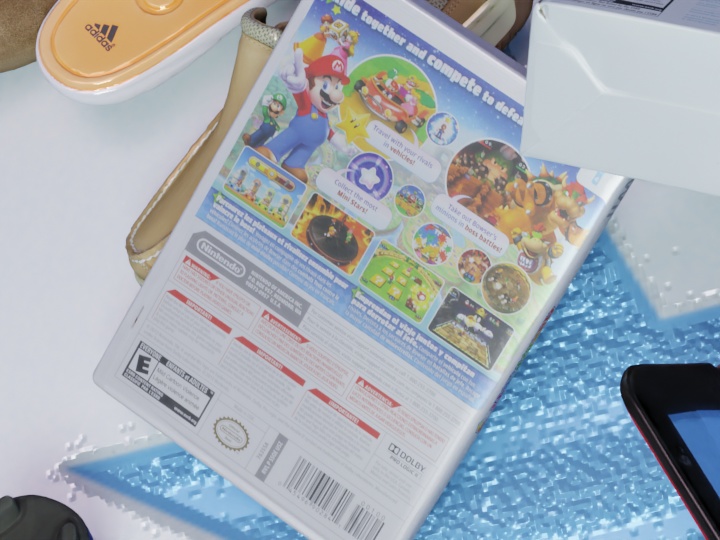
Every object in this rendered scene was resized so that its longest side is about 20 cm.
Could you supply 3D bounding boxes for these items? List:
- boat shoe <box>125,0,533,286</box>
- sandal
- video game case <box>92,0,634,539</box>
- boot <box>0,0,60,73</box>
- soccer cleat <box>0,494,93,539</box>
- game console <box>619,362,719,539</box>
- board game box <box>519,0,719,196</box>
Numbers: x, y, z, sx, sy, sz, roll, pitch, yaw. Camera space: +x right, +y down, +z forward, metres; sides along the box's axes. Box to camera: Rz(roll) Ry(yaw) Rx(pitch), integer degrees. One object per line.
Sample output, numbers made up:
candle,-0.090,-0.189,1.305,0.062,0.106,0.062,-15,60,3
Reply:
boat shoe,-0.027,-0.074,1.129,0.200,0.076,0.072,-44,34,-3
sandal,-0.050,-0.148,1.171,0.207,0.059,0.079,-42,70,-13
video game case,0.000,0.000,1.079,0.143,0.018,0.200,35,108,12
boot,-0.173,-0.177,1.232,0.075,0.074,0.201,-17,73,-7
soccer cleat,-0.158,0.177,1.068,0.064,0.084,0.201,24,63,15
game console,0.217,0.087,0.991,0.172,0.119,0.200,-32,66,3
board game box,0.162,-0.087,1.031,0.147,0.200,0.065,14,117,20
